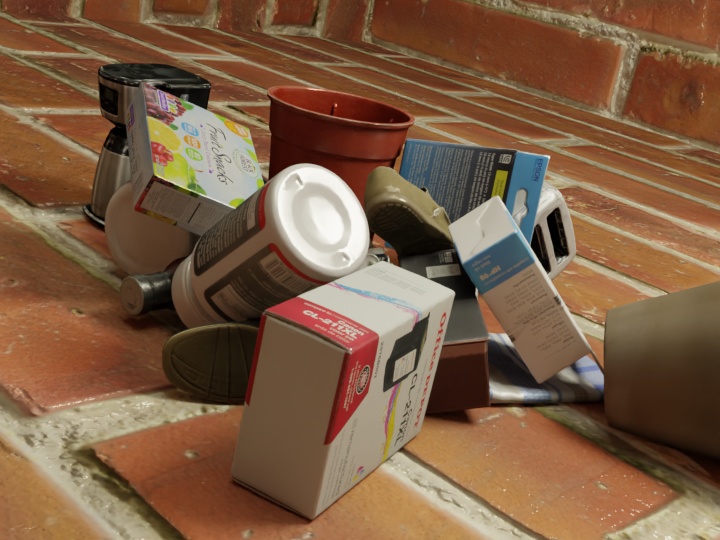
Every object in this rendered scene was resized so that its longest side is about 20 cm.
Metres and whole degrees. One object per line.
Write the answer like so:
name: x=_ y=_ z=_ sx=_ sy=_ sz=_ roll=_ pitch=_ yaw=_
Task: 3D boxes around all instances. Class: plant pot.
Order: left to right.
plant pot: x=-0.043 y=-0.126 z=1.375 sx=0.198 sy=0.198 sz=0.201 roll=11 pitch=18 yaw=-3
plant pot: x=0.329 y=0.097 z=1.007 sx=0.171 sy=0.203 sz=0.200 roll=-1 pitch=14 yaw=19

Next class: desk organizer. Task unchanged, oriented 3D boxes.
desk organizer: x=0.083 y=0.057 z=1.049 sx=0.071 sy=0.078 sz=0.201 roll=-7 pitch=26 yaw=0

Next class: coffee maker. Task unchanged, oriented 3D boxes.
coffee maker: x=-0.264 y=-0.164 z=1.345 sx=0.133 sy=0.202 sz=0.192 roll=19 pitch=20 yaw=19

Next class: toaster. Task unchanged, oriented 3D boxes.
toaster: x=0.208 y=-0.064 z=1.378 sx=0.113 sy=0.201 sz=0.129 roll=-39 pitch=46 yaw=-16

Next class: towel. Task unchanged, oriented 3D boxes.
towel: x=0.174 y=0.102 z=1.116 sx=0.198 sy=0.024 sz=0.147 roll=3 pitch=21 yaw=-26

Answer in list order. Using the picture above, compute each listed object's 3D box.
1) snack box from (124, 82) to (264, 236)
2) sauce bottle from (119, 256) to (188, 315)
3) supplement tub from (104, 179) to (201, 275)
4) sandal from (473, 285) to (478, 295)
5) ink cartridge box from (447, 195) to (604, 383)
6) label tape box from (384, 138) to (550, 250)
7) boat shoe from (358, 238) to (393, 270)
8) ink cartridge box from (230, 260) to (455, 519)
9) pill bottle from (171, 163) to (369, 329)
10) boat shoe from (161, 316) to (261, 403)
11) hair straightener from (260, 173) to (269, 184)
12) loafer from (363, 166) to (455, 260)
snack box: x=-0.178 y=-0.113 z=1.117 sx=0.141 sy=0.053 sz=0.201 roll=22 pitch=28 yaw=-30
sauce bottle: x=-0.167 y=0.014 z=1.106 sx=0.066 sy=0.067 sz=0.199 roll=25 pitch=25 yaw=36
supplement tub: x=-0.197 y=-0.063 z=1.214 sx=0.121 sy=0.124 sz=0.200 roll=18 pitch=20 yaw=19
sandal: x=0.109 y=0.020 z=1.235 sx=0.078 sy=0.060 sz=0.207 roll=10 pitch=12 yaw=2
ink cartridge box: x=0.175 y=0.034 z=1.078 sx=0.066 sy=0.201 sz=0.116 roll=-31 pitch=19 yaw=9
label tape box: x=0.139 y=-0.080 z=1.290 sx=0.198 sy=0.145 sz=0.066 roll=11 pitch=-3 yaw=30
boat shoe: x=0.000 y=0.000 z=1.092 sx=0.201 sy=0.067 sz=0.073 roll=55 pitch=23 yaw=13
ink cartridge box: x=-0.008 y=0.088 z=0.848 sx=0.082 sy=0.148 sz=0.199 roll=21 pitch=21 yaw=23
pill bottle: x=-0.093 y=-0.010 z=0.990 sx=0.113 sy=0.115 sz=0.199 roll=-7 pitch=-17 yaw=-43
boat shoe: x=-0.090 y=0.081 z=0.960 sx=0.197 sy=0.074 sz=0.065 roll=3 pitch=5 yaw=-22
hair straightener: x=-0.067 y=-0.037 z=1.229 sx=0.200 sy=0.041 sz=0.077 roll=43 pitch=15 yaw=-39
loafer: x=0.062 y=-0.053 z=1.133 sx=0.075 sy=0.068 sz=0.200 roll=-15 pitch=-28 yaw=17
